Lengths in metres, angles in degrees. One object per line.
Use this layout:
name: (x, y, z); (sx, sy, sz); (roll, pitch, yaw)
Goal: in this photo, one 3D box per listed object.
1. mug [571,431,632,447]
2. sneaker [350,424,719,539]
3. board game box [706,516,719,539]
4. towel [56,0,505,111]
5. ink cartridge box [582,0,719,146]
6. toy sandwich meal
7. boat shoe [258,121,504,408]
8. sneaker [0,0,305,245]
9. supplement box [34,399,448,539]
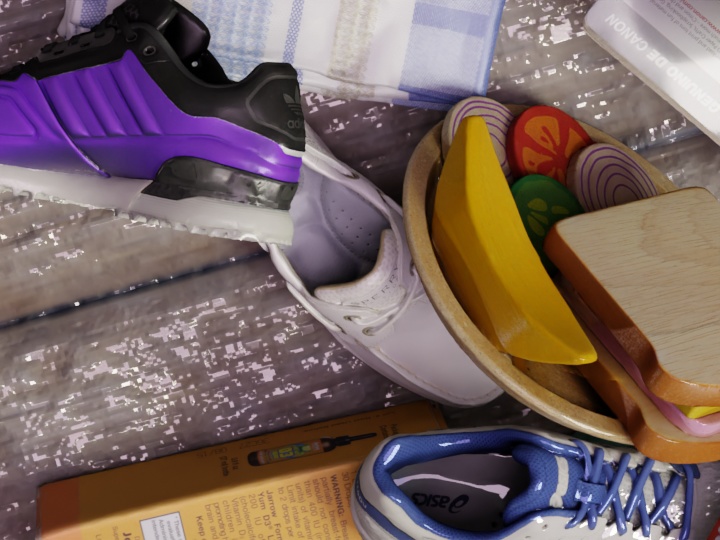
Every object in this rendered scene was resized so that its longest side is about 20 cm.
mug: (0.142, 0.167, 1.115); (0.152, 0.114, 0.185); (30, 100, -15)
sneaker: (0.094, 0.106, 1.013); (0.199, 0.088, 0.076); (-1, 71, 3)
board game box: (0.165, 0.179, 1.012); (0.103, 0.019, 0.200); (28, 92, -32)
towel: (-0.027, -0.153, 1.049); (0.199, 0.024, 0.147); (8, 103, -12)
ink cartridge box: (0.214, -0.126, 1.054); (0.200, 0.084, 0.176); (38, 96, -15)
toy sandwich meal: (0.111, -0.006, 1.023); (0.205, 0.205, 0.070); (26, 133, -14)
boat shoe: (0.000, 0.000, 1.072); (0.200, 0.069, 0.071); (41, 96, -17)
sneaker: (-0.110, -0.076, 1.015); (0.200, 0.070, 0.100); (13, 95, 20)
supplement box: (-0.050, 0.118, 1.103); (0.199, 0.067, 0.069); (-14, 108, -2)
